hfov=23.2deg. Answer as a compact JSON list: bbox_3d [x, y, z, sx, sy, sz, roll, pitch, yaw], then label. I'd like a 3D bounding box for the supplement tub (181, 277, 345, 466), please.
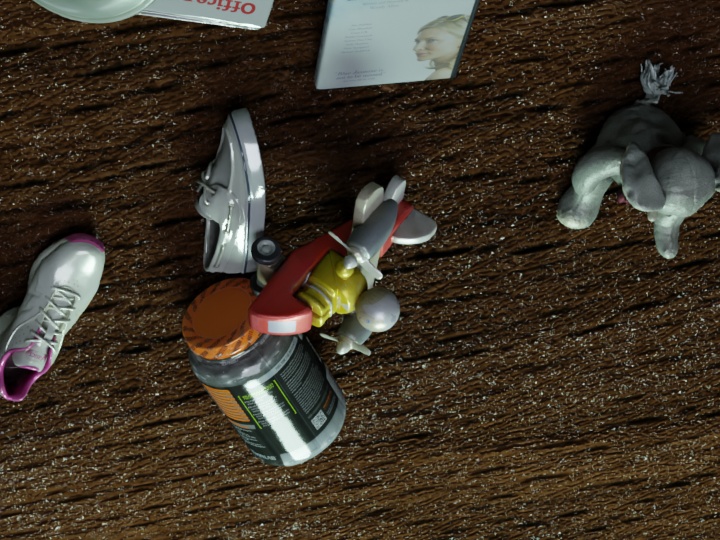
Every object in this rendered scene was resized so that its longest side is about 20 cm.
[{"bbox_3d":[-0.105,0.107,1.875,0.122,0.123,0.200,-24,132,7],"label":"supplement tub"}]

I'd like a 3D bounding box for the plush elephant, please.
[{"bbox_3d":[0.307,-0.091,1.786,0.164,0.155,0.201,-4,132,-11],"label":"plush elephant"}]

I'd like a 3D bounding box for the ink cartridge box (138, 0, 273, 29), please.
[{"bbox_3d":[-0.131,-0.320,1.520,0.144,0.085,0.201,6,128,-19],"label":"ink cartridge box"}]

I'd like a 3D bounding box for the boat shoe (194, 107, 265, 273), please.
[{"bbox_3d":[-0.133,-0.075,1.748,0.065,0.072,0.201,-9,140,-13],"label":"boat shoe"}]

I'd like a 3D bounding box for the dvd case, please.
[{"bbox_3d":[0.036,-0.229,1.634,0.142,0.018,0.200,-6,156,-10],"label":"dvd case"}]

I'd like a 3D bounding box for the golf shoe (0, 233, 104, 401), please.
[{"bbox_3d":[-0.318,0.051,1.792,0.075,0.092,0.200,22,121,-28],"label":"golf shoe"}]

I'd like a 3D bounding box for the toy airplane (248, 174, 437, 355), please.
[{"bbox_3d":[0.000,0.000,1.769,0.199,0.141,0.200,-49,153,19],"label":"toy airplane"}]

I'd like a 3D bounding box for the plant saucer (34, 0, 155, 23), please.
[{"bbox_3d":[-0.248,-0.294,1.469,0.199,0.050,0.201,12,124,18],"label":"plant saucer"}]
